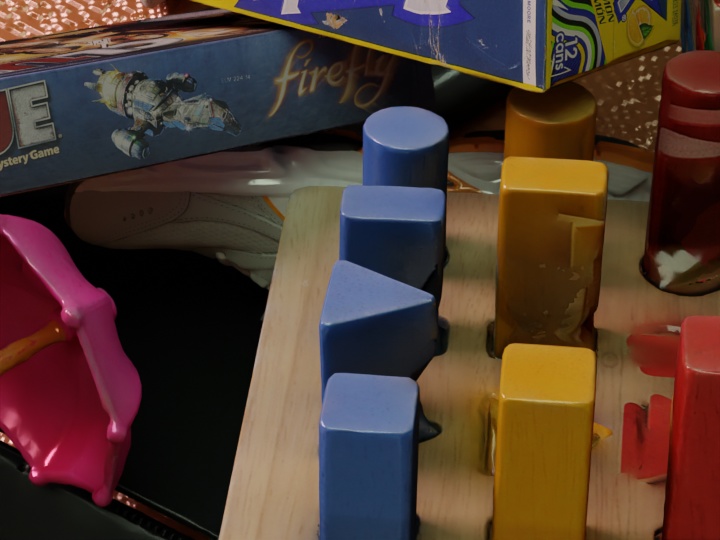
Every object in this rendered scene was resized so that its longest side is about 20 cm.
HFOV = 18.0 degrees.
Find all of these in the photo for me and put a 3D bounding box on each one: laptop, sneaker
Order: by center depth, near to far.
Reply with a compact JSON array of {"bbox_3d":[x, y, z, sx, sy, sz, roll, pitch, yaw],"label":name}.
[{"bbox_3d":[-0.123,0.073,0.747,0.177,0.103,0.200,26,94,2],"label":"laptop"},{"bbox_3d":[0.000,0.000,0.751,0.200,0.076,0.092,2,98,6],"label":"sneaker"}]

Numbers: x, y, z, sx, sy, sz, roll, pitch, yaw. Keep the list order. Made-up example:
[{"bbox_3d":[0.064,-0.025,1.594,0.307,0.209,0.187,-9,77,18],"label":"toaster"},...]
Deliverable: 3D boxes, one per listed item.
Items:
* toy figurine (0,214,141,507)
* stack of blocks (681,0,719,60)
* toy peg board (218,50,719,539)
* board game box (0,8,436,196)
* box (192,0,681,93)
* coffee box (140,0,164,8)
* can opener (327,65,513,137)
[{"bbox_3d":[-0.141,0.064,0.620,0.150,0.200,0.184,18,80,38],"label":"toy figurine"},{"bbox_3d":[0.134,-0.093,0.715,0.059,0.200,0.115,-4,62,5],"label":"stack of blocks"},{"bbox_3d":[0.070,0.009,0.603,0.199,0.098,0.200,3,34,3],"label":"toy peg board"},{"bbox_3d":[-0.096,-0.053,0.712,0.200,0.035,0.135,-14,13,-33],"label":"board game box"},{"bbox_3d":[0.000,-0.111,0.679,0.200,0.070,0.064,20,31,41],"label":"box"},{"bbox_3d":[-0.061,-0.260,0.828,0.200,0.198,0.200,-33,63,-11],"label":"coffee box"},{"bbox_3d":[0.053,-0.099,0.811,0.200,0.066,0.053,-34,65,-5],"label":"can opener"}]
